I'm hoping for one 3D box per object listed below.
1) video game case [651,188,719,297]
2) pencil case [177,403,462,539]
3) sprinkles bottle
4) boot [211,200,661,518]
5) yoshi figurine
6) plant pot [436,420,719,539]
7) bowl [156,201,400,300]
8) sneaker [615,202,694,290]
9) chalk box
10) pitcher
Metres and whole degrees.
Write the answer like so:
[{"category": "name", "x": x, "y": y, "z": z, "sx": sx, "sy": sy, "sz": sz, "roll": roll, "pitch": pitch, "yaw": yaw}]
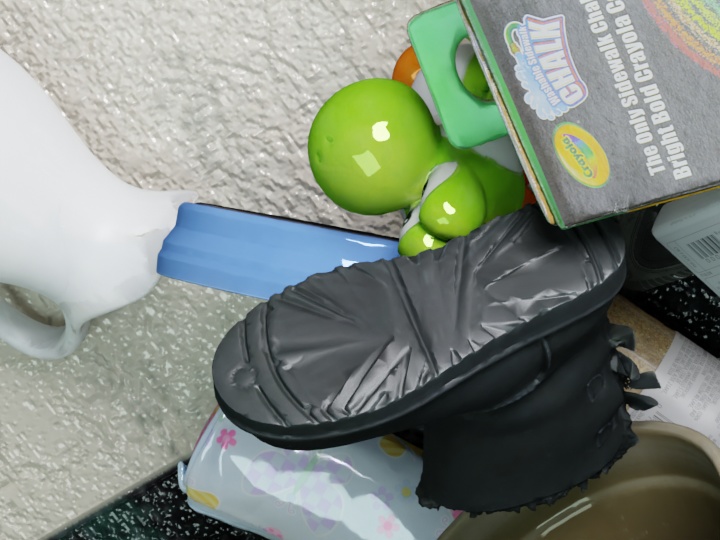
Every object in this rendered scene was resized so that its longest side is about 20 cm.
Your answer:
[{"category": "video game case", "x": 0.257, "y": 0.006, "z": 0.989, "sx": 0.182, "sy": 0.023, "sz": 0.200, "roll": 41, "pitch": 146, "yaw": -18}, {"category": "pencil case", "x": 0.001, "y": 0.131, "z": 1.213, "sx": 0.199, "sy": 0.083, "sz": 0.091, "roll": 30, "pitch": 98, "yaw": 4}, {"category": "sprinkles bottle", "x": 0.185, "y": 0.085, "z": 1.137, "sx": 0.199, "sy": 0.068, "sz": 0.068, "roll": 35, "pitch": 121, "yaw": 0}, {"category": "boot", "x": 0.038, "y": 0.056, "z": 0.978, "sx": 0.197, "sy": 0.074, "sz": 0.163, "roll": -23, "pitch": 147, "yaw": -10}, {"category": "yoshi figurine", "x": 0.031, "y": -0.076, "z": 1.031, "sx": 0.111, "sy": 0.200, "sz": 0.113, "roll": -2, "pitch": 119, "yaw": 13}, {"category": "plant pot", "x": 0.135, "y": 0.201, "z": 1.043, "sx": 0.199, "sy": 0.201, "sz": 0.174, "roll": -26, "pitch": 119, "yaw": 28}, {"category": "bowl", "x": 0.000, "y": 0.000, "z": 1.094, "sx": 0.199, "sy": 0.201, "sz": 0.040, "roll": 11, "pitch": 91, "yaw": 14}, {"category": "sneaker", "x": 0.187, "y": -0.044, "z": 1.060, "sx": 0.200, "sy": 0.091, "sz": 0.067, "roll": -34, "pitch": 100, "yaw": 29}, {"category": "chalk box", "x": 0.119, "y": -0.106, "z": 0.910, "sx": 0.199, "sy": 0.124, "sz": 0.125, "roll": -14, "pitch": 111, "yaw": 26}, {"category": "pitcher", "x": -0.211, "y": -0.037, "z": 1.187, "sx": 0.199, "sy": 0.122, "sz": 0.172, "roll": 32, "pitch": 136, "yaw": -12}]
